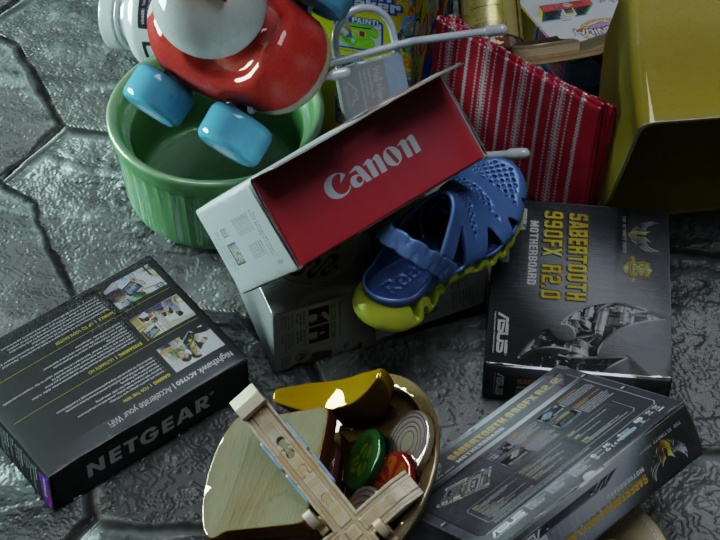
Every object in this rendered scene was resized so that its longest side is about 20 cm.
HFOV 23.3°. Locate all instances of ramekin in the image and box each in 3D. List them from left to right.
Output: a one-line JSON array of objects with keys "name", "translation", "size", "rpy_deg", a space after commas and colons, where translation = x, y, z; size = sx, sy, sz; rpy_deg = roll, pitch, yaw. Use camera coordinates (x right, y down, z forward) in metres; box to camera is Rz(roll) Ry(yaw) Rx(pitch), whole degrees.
[{"name": "ramekin", "translation": [-0.131, -0.113, 1.616], "size": [0.199, 0.098, 0.201], "rpy_deg": [0, 47, 0]}]

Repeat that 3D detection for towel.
[{"name": "towel", "translation": [0.144, -0.138, 1.607], "size": [0.200, 0.145, 0.022], "rpy_deg": [34, 50, 29]}]

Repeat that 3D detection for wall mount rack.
[{"name": "wall mount rack", "translation": [0.052, -0.144, 1.572], "size": [0.173, 0.201, 0.075], "rpy_deg": [-17, 20, -14]}]

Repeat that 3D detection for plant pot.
[{"name": "plant pot", "translation": [0.310, -0.173, 1.569], "size": [0.199, 0.200, 0.177], "rpy_deg": [-6, 68, -6]}]

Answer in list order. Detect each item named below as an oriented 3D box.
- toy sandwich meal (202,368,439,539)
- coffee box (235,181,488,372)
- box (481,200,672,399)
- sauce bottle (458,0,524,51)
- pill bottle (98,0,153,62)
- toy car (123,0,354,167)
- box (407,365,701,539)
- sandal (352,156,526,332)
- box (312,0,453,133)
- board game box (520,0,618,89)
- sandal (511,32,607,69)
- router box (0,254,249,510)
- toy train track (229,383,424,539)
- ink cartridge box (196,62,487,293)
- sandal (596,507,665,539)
[{"name": "toy sandwich meal", "translation": [-0.030, 0.153, 1.332], "size": [0.205, 0.070, 0.206], "rpy_deg": [-28, 42, 29]}, {"name": "coffee box", "translation": [0.000, 0.000, 1.521], "size": [0.199, 0.080, 0.113], "rpy_deg": [-15, 50, -14]}, {"name": "box", "translation": [0.189, 0.027, 1.519], "size": [0.157, 0.048, 0.201], "rpy_deg": [5, 47, 5]}, {"name": "sauce bottle", "translation": [0.129, -0.298, 1.773], "size": [0.066, 0.066, 0.201], "rpy_deg": [-2, 66, -2]}, {"name": "pill bottle", "translation": [-0.153, -0.250, 1.723], "size": [0.199, 0.113, 0.113], "rpy_deg": [8, 46, 20]}, {"name": "toy car", "translation": [-0.130, -0.222, 1.466], "size": [0.176, 0.200, 0.185], "rpy_deg": [28, 84, 28]}, {"name": "box", "translation": [0.134, 0.157, 1.331], "size": [0.200, 0.049, 0.158], "rpy_deg": [-34, 23, -24]}, {"name": "sandal", "translation": [0.072, -0.035, 1.444], "size": [0.079, 0.087, 0.200], "rpy_deg": [29, 53, 22]}, {"name": "box", "translation": [0.015, -0.263, 1.692], "size": [0.121, 0.193, 0.201], "rpy_deg": [10, 48, 10]}, {"name": "board game box", "translation": [0.229, -0.277, 1.810], "size": [0.152, 0.040, 0.200], "rpy_deg": [-19, 50, -17]}, {"name": "sandal", "translation": [0.251, -0.199, 1.698], "size": [0.210, 0.070, 0.078], "rpy_deg": [-9, 12, -10]}, {"name": "router box", "translation": [-0.215, 0.089, 1.456], "size": [0.199, 0.051, 0.149], "rpy_deg": [-30, 56, -25]}, {"name": "toy train track", "translation": [-0.033, 0.157, 1.271], "size": [0.115, 0.033, 0.200], "rpy_deg": [-41, 63, -1]}, {"name": "ink cartridge box", "translation": [-0.008, -0.074, 1.409], "size": [0.200, 0.175, 0.084], "rpy_deg": [-32, 95, -25]}, {"name": "sandal", "translation": [0.195, 0.239, 1.282], "size": [0.077, 0.070, 0.212], "rpy_deg": [-33, 51, 15]}]
